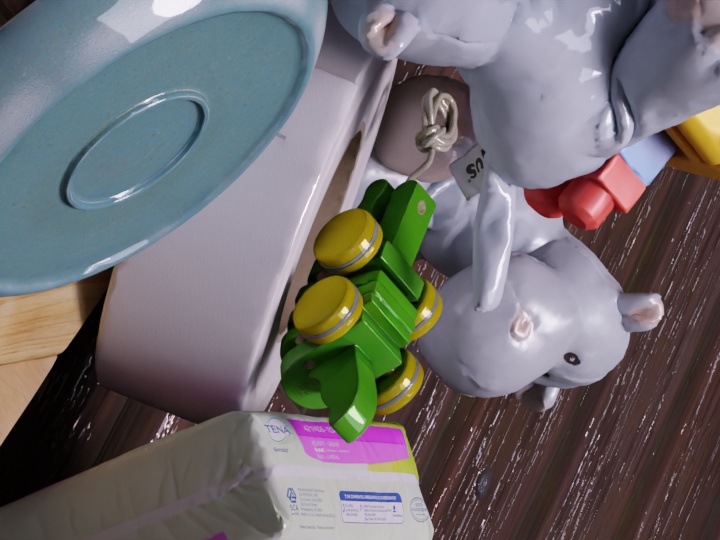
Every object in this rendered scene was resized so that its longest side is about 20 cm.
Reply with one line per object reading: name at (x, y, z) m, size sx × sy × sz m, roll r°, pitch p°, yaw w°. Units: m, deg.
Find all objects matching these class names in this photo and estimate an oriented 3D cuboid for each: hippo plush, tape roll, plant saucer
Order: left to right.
plant saucer at (-0.089, -0.052, 1.014) m, size 0.200 × 0.027 × 0.200 m, roll -32°, pitch 159°, yaw -14°
tape roll at (-0.048, -0.029, 1.209) m, size 0.202 × 0.071 × 0.203 m, roll 22°, pitch 90°, yaw -85°
hippo plush at (0.058, -0.003, 1.378) m, size 0.200 × 0.159 × 0.161 m, roll -10°, pitch 72°, yaw -50°
hippo plush at (0.060, -0.125, 1.118) m, size 0.161 × 0.200 × 0.159 m, roll 32°, pitch 34°, yaw -33°

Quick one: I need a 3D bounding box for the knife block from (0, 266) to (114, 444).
knife block at (-0.179, -0.011, 1.084) m, size 0.200 × 0.064 × 0.176 m, roll -58°, pitch 149°, yaw -30°

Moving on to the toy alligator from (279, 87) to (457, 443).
toy alligator at (0.000, 0.000, 1.187) m, size 0.059 × 0.054 × 0.200 m, roll 49°, pitch 39°, yaw -32°

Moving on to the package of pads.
package of pads at (-0.083, 0.122, 1.203) m, size 0.154 × 0.200 × 0.068 m, roll 11°, pitch 59°, yaw -62°

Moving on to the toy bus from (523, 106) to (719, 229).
toy bus at (0.127, -0.112, 1.286) m, size 0.192 × 0.200 × 0.136 m, roll -50°, pitch 124°, yaw -8°
